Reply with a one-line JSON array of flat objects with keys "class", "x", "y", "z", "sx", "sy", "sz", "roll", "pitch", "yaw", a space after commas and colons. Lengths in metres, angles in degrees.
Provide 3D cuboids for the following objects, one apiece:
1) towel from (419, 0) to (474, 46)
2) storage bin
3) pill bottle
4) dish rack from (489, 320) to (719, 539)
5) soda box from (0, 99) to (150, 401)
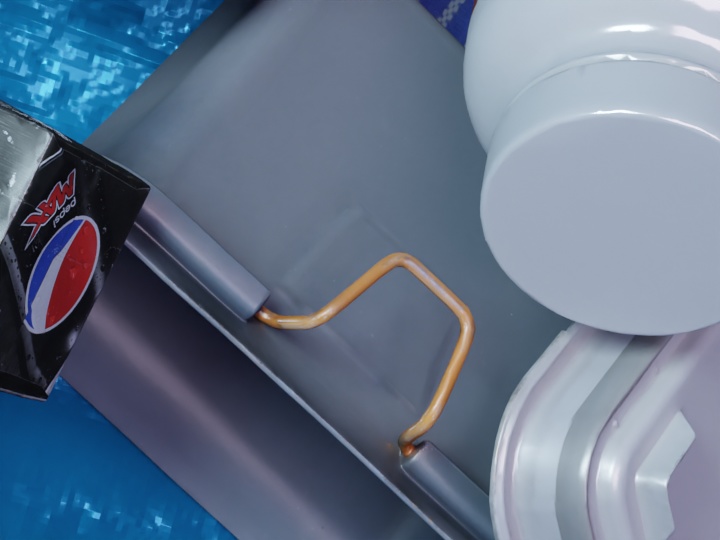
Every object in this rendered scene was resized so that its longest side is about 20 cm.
[{"class": "towel", "x": 0.071, "y": -0.094, "z": 0.959, "sx": 0.200, "sy": 0.024, "sz": 0.145, "roll": 42, "pitch": 77, "yaw": -14}, {"class": "storage bin", "x": 0.000, "y": 0.000, "z": 0.879, "sx": 0.200, "sy": 0.145, "sz": 0.134, "roll": 42, "pitch": 66, "yaw": -14}, {"class": "pill bottle", "x": 0.090, "y": -0.081, "z": 0.851, "sx": 0.112, "sy": 0.112, "sz": 0.200, "roll": 30, "pitch": 44, "yaw": -16}, {"class": "dish rack", "x": 0.115, "y": 0.065, "z": 0.890, "sx": 0.200, "sy": 0.043, "sz": 0.172, "roll": -48, "pitch": 132, "yaw": -43}, {"class": "soda box", "x": -0.161, "y": -0.038, "z": 0.793, "sx": 0.199, "sy": 0.063, "sz": 0.071, "roll": 26, "pitch": 88, "yaw": 23}]
